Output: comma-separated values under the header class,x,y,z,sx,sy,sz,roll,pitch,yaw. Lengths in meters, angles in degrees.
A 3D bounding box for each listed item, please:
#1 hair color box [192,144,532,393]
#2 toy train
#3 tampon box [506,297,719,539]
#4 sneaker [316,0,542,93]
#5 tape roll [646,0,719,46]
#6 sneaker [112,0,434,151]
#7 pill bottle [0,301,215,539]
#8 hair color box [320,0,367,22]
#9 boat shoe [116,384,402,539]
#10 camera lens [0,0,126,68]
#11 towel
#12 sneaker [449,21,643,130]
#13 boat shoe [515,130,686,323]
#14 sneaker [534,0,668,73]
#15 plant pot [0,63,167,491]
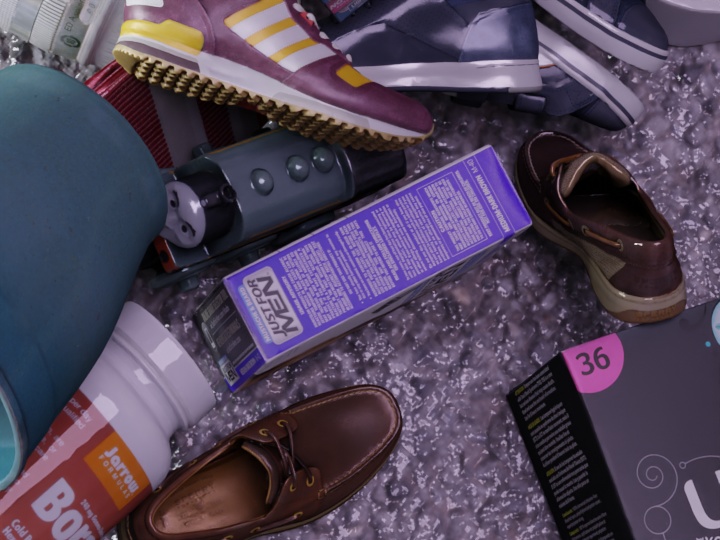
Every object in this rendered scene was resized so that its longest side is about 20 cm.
class,x,y,z,sx,sy,sz,roll,pitch,yaw
hair color box,0.000,0.000,1.566,0.199,0.109,0.065,-26,84,-18
toy train,-0.064,-0.051,1.540,0.199,0.114,0.086,-21,86,-42
tampon box,0.208,0.135,1.571,0.149,0.126,0.201,-18,80,-18
sneaker,0.012,-0.182,1.544,0.201,0.077,0.147,-2,98,-7
tape roll,0.226,-0.260,1.713,0.201,0.071,0.204,4,74,-13
sneaker,-0.043,-0.136,1.473,0.199,0.075,0.091,18,81,-10
pill bottle,-0.187,0.114,1.481,0.200,0.112,0.112,-42,88,-15
hair color box,-0.036,-0.260,1.510,0.100,0.061,0.200,-37,64,4
boat shoe,-0.056,0.128,1.540,0.199,0.068,0.072,-26,82,-19
camera lens,-0.206,-0.232,1.551,0.199,0.160,0.161,27,71,-5
towel,-0.110,-0.108,1.559,0.023,0.144,0.200,35,67,28
sneaker,0.089,-0.139,1.635,0.199,0.078,0.080,35,91,-2
boat shoe,0.153,-0.047,1.583,0.072,0.072,0.200,-13,35,-10
sneaker,0.133,-0.213,1.616,0.200,0.078,0.080,40,106,15
plant pot,-0.214,-0.010,1.402,0.200,0.200,0.188,41,57,0
